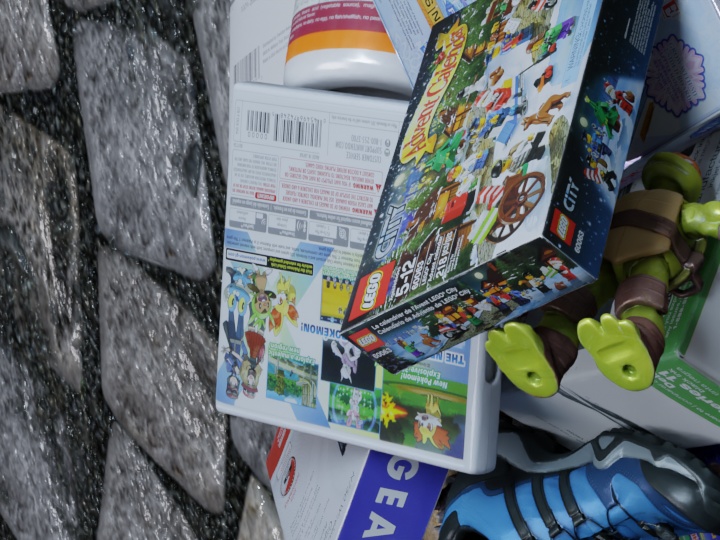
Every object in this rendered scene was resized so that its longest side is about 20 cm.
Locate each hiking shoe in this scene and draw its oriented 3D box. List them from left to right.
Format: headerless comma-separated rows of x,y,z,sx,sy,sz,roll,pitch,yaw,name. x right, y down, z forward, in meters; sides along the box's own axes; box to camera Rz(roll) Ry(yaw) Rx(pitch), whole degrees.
0.117,0.132,1.526,0.200,0.074,0.087,-2,59,54,hiking shoe

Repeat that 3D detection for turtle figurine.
0.119,-0.008,1.388,0.199,0.161,0.065,8,133,28,turtle figurine

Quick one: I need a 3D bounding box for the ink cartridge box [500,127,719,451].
0.161,0.011,1.508,0.200,0.083,0.147,-19,45,62,ink cartridge box

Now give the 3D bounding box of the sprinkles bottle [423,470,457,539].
0.084,0.178,1.819,0.200,0.068,0.068,57,147,30,sprinkles bottle

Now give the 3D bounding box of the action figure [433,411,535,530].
0.045,0.087,1.779,0.200,0.069,0.131,29,120,36,action figure

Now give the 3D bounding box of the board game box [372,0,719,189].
0.099,-0.138,1.486,0.199,0.041,0.201,-31,79,43,board game box

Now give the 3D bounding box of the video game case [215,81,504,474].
0.000,0.000,1.558,0.199,0.022,0.183,11,100,44,video game case

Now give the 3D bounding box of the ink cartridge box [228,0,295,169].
-0.016,-0.159,1.762,0.146,0.082,0.201,152,121,-62,ink cartridge box

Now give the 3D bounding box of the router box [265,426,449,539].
0.009,0.072,1.663,0.180,0.049,0.201,-110,36,-63,router box

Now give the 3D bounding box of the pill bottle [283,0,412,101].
0.024,-0.183,1.639,0.109,0.109,0.201,-22,55,62,pill bottle

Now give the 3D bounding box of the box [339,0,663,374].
0.069,-0.059,1.387,0.136,0.038,0.201,-27,36,42,box

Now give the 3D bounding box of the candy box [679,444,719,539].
0.228,0.144,1.531,0.200,0.077,0.170,-24,81,63,candy box
